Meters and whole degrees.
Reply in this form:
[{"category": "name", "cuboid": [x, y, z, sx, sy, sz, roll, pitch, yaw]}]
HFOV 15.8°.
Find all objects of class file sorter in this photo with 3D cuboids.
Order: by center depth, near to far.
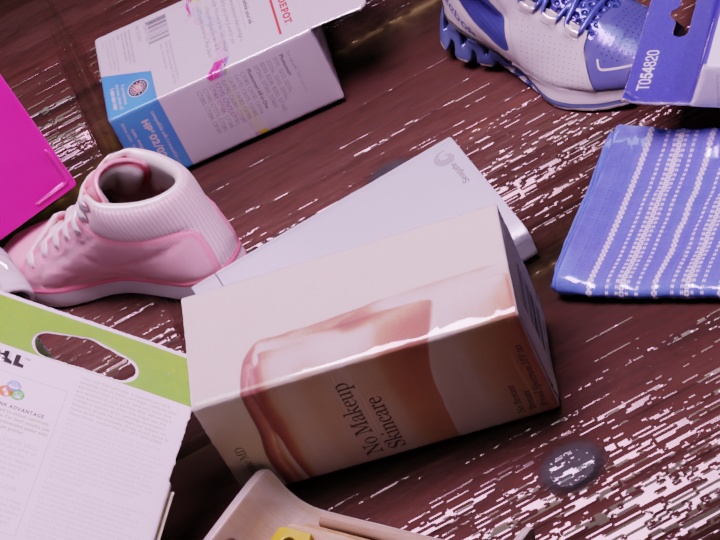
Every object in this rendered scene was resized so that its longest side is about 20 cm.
[{"category": "file sorter", "cuboid": [-0.327, -0.059, 1.821, 0.200, 0.139, 0.125, -37, 10, -10]}]

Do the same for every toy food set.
[{"category": "toy food set", "cuboid": [-0.017, 0.180, 1.429, 0.199, 0.061, 0.144, 10, 50, 39]}]

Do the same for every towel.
[{"category": "towel", "cuboid": [0.223, -0.039, 1.574, 0.199, 0.024, 0.145, 0, 45, 31]}]

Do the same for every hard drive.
[{"category": "hard drive", "cuboid": [0.000, 0.000, 1.662, 0.199, 0.027, 0.132, -30, 37, -4]}]

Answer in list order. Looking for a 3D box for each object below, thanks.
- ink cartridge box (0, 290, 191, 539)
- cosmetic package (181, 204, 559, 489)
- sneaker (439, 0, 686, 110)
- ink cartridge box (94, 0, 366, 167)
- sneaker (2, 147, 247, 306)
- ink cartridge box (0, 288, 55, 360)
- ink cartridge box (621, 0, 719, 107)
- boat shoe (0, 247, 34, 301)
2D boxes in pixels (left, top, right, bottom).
[{"category": "ink cartridge box", "cuboid": [-0.182, 0.122, 1.497, 0.147, 0.076, 0.201, 18, 44, -3]}, {"category": "cosmetic package", "cuboid": [0.006, 0.049, 1.522, 0.199, 0.104, 0.088, -17, 50, 11]}, {"category": "sneaker", "cuboid": [0.113, -0.185, 1.735, 0.199, 0.115, 0.081, 22, 59, 41]}, {"category": "ink cartridge box", "cuboid": [-0.084, -0.153, 1.861, 0.199, 0.068, 0.115, -24, 37, 5]}, {"category": "sneaker", "cuboid": [-0.177, -0.035, 1.748, 0.199, 0.105, 0.076, 0, 46, 33]}, {"category": "ink cartridge box", "cuboid": [-0.260, 0.071, 1.602, 0.128, 0.125, 0.200, -37, 76, -12]}, {"category": "ink cartridge box", "cuboid": [0.278, -0.174, 1.646, 0.199, 0.041, 0.200, 3, 42, 16]}, {"category": "boat shoe", "cuboid": [-0.304, 0.064, 1.742, 0.200, 0.072, 0.066, -38, 50, -14]}]
